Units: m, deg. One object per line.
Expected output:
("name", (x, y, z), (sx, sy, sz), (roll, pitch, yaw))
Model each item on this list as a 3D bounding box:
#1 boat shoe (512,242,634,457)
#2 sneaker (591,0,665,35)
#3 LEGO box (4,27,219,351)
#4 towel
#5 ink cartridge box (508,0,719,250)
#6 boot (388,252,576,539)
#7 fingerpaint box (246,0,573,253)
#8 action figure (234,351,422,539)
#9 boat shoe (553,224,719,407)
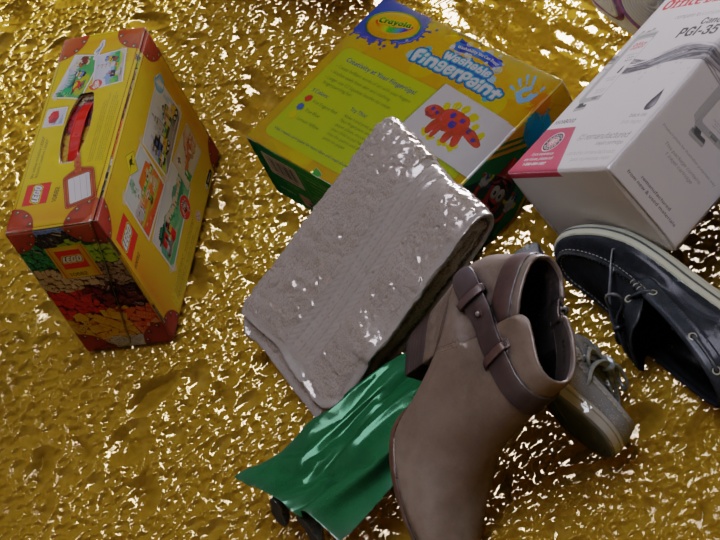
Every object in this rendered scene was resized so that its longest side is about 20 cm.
("boat shoe", (0.137, 0.051, 1.669), (0.065, 0.074, 0.202), (-35, 37, 0))
("sneaker", (0.274, -0.224, 1.859), (0.199, 0.075, 0.100), (0, 37, 22))
("LEGO box", (-0.188, -0.062, 1.881), (0.077, 0.149, 0.200), (-7, 48, 21))
("towel", (0.000, 0.000, 1.744), (0.200, 0.034, 0.133), (-54, 52, 16))
("ink cartridge box", (0.222, -0.111, 1.725), (0.200, 0.083, 0.146), (-48, 19, -17))
("boot", (0.085, 0.089, 1.590), (0.146, 0.070, 0.201), (-29, 62, 50))
("fingerpaint box", (0.043, -0.100, 1.851), (0.167, 0.073, 0.200), (-47, 48, -16))
("action figure", (0.023, 0.109, 1.688), (0.200, 0.055, 0.118), (-40, 43, -21))
("boat shoe", (0.197, 0.030, 1.656), (0.062, 0.075, 0.200), (-39, 50, -19))
